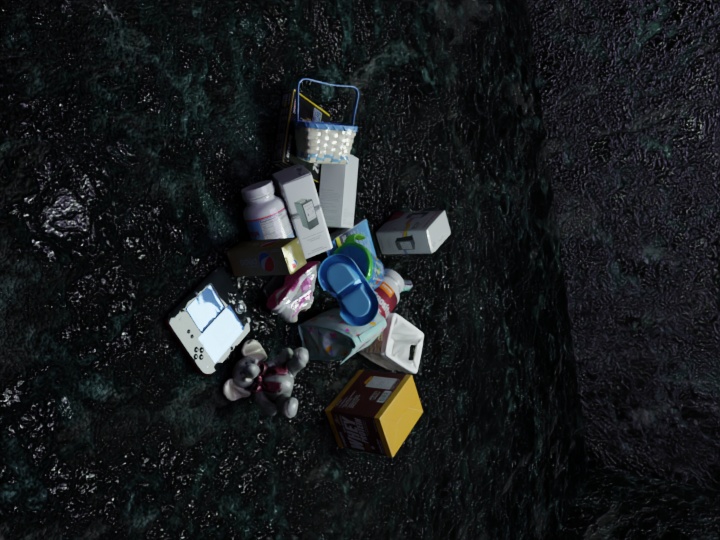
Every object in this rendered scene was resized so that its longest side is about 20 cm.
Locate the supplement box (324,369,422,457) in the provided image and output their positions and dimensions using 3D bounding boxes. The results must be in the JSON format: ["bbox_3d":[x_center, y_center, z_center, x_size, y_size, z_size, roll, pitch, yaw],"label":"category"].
[{"bbox_3d":[0.041,0.409,1.811,0.197,0.196,0.136,-43,122,-45],"label":"supplement box"}]

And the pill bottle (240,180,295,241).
[{"bbox_3d":[-0.226,-0.112,1.540,0.108,0.107,0.205,-37,118,-47],"label":"pill bottle"}]

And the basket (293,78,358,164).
[{"bbox_3d":[-0.094,-0.380,1.607,0.172,0.139,0.205,2,108,-27],"label":"basket"}]

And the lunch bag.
[{"bbox_3d":[-0.043,0.174,1.705,0.169,0.196,0.125,-24,107,-51],"label":"lunch bag"}]

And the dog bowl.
[{"bbox_3d":[-0.028,0.047,1.639,0.202,0.110,0.050,55,14,-3],"label":"dog bowl"}]

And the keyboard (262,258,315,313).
[{"bbox_3d":[-0.180,0.045,1.673,0.200,0.020,0.129,-48,120,-42],"label":"keyboard"}]

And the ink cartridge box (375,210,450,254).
[{"bbox_3d":[0.169,-0.123,2.003,0.148,0.196,0.087,-45,123,-44],"label":"ink cartridge box"}]

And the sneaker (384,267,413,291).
[{"bbox_3d":[0.104,0.028,2.018,0.198,0.073,0.090,-9,92,-53],"label":"sneaker"}]

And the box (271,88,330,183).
[{"bbox_3d":[-0.159,-0.358,1.691,0.158,0.048,0.206,24,70,-53],"label":"box"}]

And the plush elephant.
[{"bbox_3d":[-0.236,0.253,1.491,0.152,0.199,0.169,25,66,-25],"label":"plush elephant"}]

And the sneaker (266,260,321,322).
[{"bbox_3d":[-0.160,0.056,1.627,0.201,0.080,0.089,-51,123,-32],"label":"sneaker"}]

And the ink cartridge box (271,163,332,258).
[{"bbox_3d":[-0.151,-0.154,1.596,0.082,0.146,0.205,-21,113,-12],"label":"ink cartridge box"}]

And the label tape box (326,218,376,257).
[{"bbox_3d":[-0.043,-0.047,1.826,0.199,0.065,0.147,-34,116,-42],"label":"label tape box"}]

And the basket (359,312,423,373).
[{"bbox_3d":[0.095,0.228,1.955,0.199,0.121,0.139,37,60,-47],"label":"basket"}]

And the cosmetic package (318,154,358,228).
[{"bbox_3d":[-0.063,-0.224,1.749,0.113,0.079,0.206,1,94,-73],"label":"cosmetic package"}]

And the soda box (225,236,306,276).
[{"bbox_3d":[-0.224,-0.031,1.465,0.064,0.196,0.069,-38,117,-46],"label":"soda box"}]

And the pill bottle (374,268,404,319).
[{"bbox_3d":[0.046,0.092,1.860,0.201,0.111,0.114,-51,127,-32],"label":"pill bottle"}]

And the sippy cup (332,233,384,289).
[{"bbox_3d":[0.000,0.000,1.741,0.129,0.138,0.181,16,101,-59],"label":"sippy cup"}]

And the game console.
[{"bbox_3d":[-0.342,0.118,1.440,0.201,0.030,0.180,-52,129,-42],"label":"game console"}]
